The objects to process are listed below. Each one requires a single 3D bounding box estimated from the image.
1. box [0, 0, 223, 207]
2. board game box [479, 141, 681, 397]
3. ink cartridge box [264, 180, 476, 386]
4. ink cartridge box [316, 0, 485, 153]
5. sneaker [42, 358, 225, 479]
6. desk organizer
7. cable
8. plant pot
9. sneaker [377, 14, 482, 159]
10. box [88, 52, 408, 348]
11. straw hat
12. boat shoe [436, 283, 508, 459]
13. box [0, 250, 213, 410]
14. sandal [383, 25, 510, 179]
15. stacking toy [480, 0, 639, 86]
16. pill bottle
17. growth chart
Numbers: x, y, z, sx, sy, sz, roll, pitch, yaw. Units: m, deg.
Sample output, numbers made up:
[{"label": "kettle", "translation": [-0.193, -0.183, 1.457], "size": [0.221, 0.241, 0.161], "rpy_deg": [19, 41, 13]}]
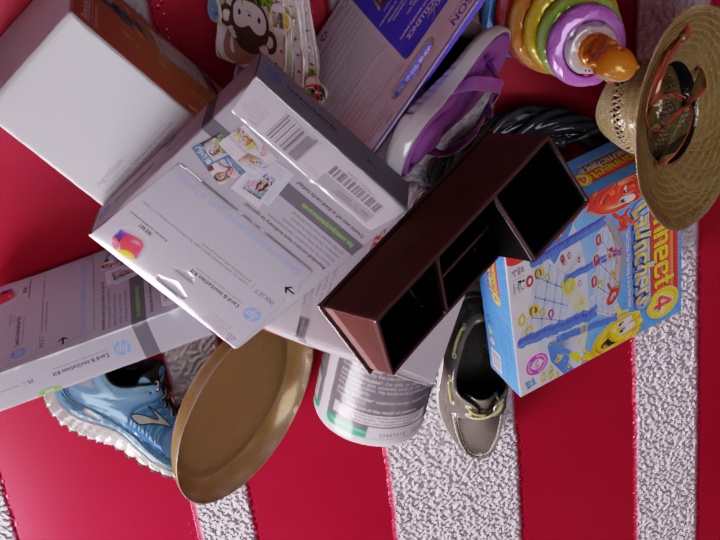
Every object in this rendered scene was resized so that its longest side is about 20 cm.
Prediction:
[{"label": "box", "translation": [-0.194, -0.133, 1.064], "size": [0.106, 0.153, 0.200], "rpy_deg": [-43, 119, 13]}, {"label": "board game box", "translation": [0.208, -0.007, 1.218], "size": [0.194, 0.056, 0.201], "rpy_deg": [-26, 131, -15]}, {"label": "ink cartridge box", "translation": [0.000, 0.000, 1.074], "size": [0.084, 0.199, 0.147], "rpy_deg": [22, 85, -31]}, {"label": "ink cartridge box", "translation": [0.030, -0.184, 1.055], "size": [0.043, 0.200, 0.199], "rpy_deg": [26, 110, -31]}, {"label": "sneaker", "translation": [-0.202, 0.135, 1.254], "size": [0.199, 0.078, 0.090], "rpy_deg": [29, 97, -31]}, {"label": "desk organizer", "translation": [0.071, -0.013, 0.952], "size": [0.200, 0.077, 0.072], "rpy_deg": [-46, 116, -18]}, {"label": "cable", "translation": [0.157, -0.080, 1.236], "size": [0.200, 0.051, 0.163], "rpy_deg": [-41, 112, 11]}, {"label": "plant pot", "translation": [-0.116, 0.127, 1.233], "size": [0.200, 0.027, 0.201], "rpy_deg": [-43, 148, -35]}, {"label": "sneaker", "translation": [0.033, -0.155, 1.130], "size": [0.078, 0.100, 0.201], "rpy_deg": [32, 107, -21]}, {"label": "box", "translation": [-0.085, -0.046, 0.989], "size": [0.156, 0.041, 0.200], "rpy_deg": [39, 120, -21]}, {"label": "straw hat", "translation": [0.249, -0.138, 1.110], "size": [0.200, 0.085, 0.203], "rpy_deg": [-20, 117, -46]}, {"label": "boat shoe", "translation": [0.117, 0.115, 1.319], "size": [0.071, 0.060, 0.203], "rpy_deg": [-10, 120, -8]}, {"label": "box", "translation": [-0.232, 0.036, 1.137], "size": [0.198, 0.156, 0.041], "rpy_deg": [-19, 119, -2]}, {"label": "sandal", "translation": [0.081, -0.127, 1.048], "size": [0.050, 0.203, 0.083], "rpy_deg": [32, 139, 11]}, {"label": "stacking toy", "translation": [0.183, -0.197, 1.083], "size": [0.115, 0.200, 0.111], "rpy_deg": [2, 118, -16]}, {"label": "pill bottle", "translation": [0.026, 0.057, 1.229], "size": [0.112, 0.113, 0.202], "rpy_deg": [4, 123, -14]}, {"label": "growth chart", "translation": [-0.083, -0.210, 1.052], "size": [0.018, 0.144, 0.202], "rpy_deg": [-27, 113, -38]}]
